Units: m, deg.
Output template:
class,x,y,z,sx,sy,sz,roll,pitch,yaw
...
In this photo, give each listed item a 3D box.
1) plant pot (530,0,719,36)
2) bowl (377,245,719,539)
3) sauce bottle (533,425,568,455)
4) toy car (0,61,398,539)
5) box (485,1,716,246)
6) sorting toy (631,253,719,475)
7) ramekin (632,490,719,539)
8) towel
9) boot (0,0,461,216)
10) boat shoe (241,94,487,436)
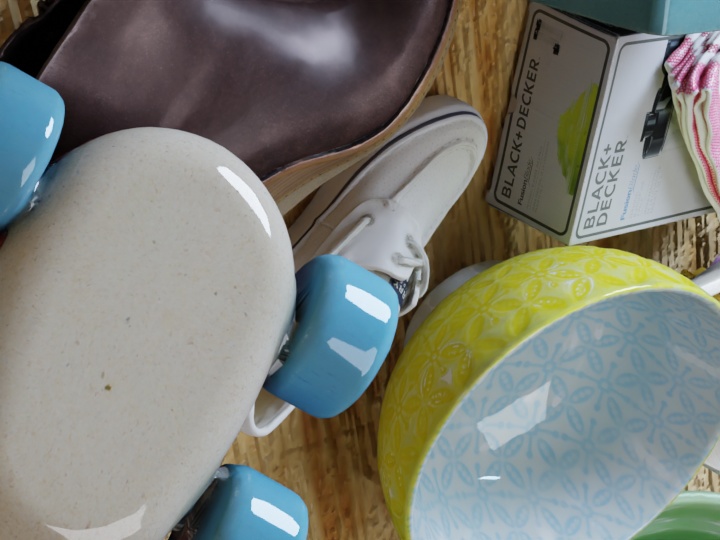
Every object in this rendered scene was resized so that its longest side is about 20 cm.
class,x,y,z,sx,sy,sz,roll,pitch,yaw
plant pot,0.138,-0.222,1.022,0.141,0.141,0.201,-11,115,-44
bowl,0.082,0.058,1.159,0.200,0.108,0.201,-21,135,-22
sauce bottle,0.062,0.174,1.264,0.066,0.066,0.200,21,98,-52
toy car,-0.122,0.039,0.909,0.184,0.200,0.177,30,71,-19
box,0.163,-0.088,1.200,0.200,0.060,0.117,-11,122,-43
sorting toy,0.205,0.037,1.277,0.180,0.107,0.200,-18,144,-37
ramekin,0.184,0.235,1.337,0.200,0.200,0.098,-43,179,-19
towel,0.240,-0.122,1.190,0.200,0.030,0.146,-48,141,-14
boot,-0.050,-0.097,0.947,0.200,0.072,0.166,-51,144,-4
boat shoe,0.000,0.000,1.071,0.200,0.070,0.071,-43,140,-18
